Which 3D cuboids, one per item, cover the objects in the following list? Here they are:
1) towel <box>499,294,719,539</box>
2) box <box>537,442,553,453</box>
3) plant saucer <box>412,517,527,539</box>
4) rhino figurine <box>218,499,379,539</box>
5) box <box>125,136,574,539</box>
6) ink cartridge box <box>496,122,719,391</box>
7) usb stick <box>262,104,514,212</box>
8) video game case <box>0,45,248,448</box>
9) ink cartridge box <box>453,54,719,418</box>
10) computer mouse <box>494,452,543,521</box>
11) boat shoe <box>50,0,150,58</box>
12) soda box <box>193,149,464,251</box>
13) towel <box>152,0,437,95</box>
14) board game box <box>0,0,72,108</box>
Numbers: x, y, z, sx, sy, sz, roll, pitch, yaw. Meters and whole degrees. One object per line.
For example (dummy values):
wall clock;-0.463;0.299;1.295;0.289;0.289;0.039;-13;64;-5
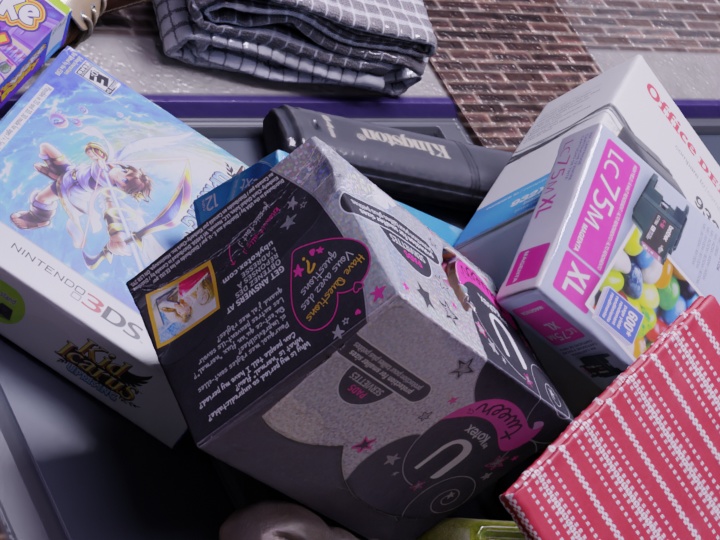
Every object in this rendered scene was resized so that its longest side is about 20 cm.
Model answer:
towel;0.168;0.119;1.114;0.200;0.022;0.145;-39;97;-37
box;0.137;0.056;1.340;0.119;0.041;0.200;12;46;-29
plant saucer;0.126;0.204;1.115;0.199;0.048;0.200;4;45;-7
rhino figurine;-0.029;0.197;1.045;0.087;0.060;0.200;20;42;-27
box;0.000;0.045;1.101;0.200;0.132;0.115;36;21;-53
ink cartridge box;0.173;0.024;1.191;0.200;0.042;0.120;40;55;-25
usb stick;0.029;-0.070;1.390;0.199;0.033;0.056;10;46;-31
video game case;-0.136;-0.020;1.197;0.181;0.045;0.200;35;37;-5
ink cartridge box;0.155;-0.019;1.302;0.145;0.084;0.200;53;35;-13
computer mouse;0.166;0.147;1.257;0.200;0.059;0.034;21;23;-23
boat shoe;-0.190;-0.160;1.284;0.200;0.076;0.072;-16;65;-36
soda box;0.000;0.000;1.215;0.200;0.068;0.064;22;49;-46
towel;-0.049;-0.206;1.427;0.200;0.086;0.166;7;47;-34
board game box;-0.280;-0.152;1.174;0.200;0.045;0.135;38;65;1
